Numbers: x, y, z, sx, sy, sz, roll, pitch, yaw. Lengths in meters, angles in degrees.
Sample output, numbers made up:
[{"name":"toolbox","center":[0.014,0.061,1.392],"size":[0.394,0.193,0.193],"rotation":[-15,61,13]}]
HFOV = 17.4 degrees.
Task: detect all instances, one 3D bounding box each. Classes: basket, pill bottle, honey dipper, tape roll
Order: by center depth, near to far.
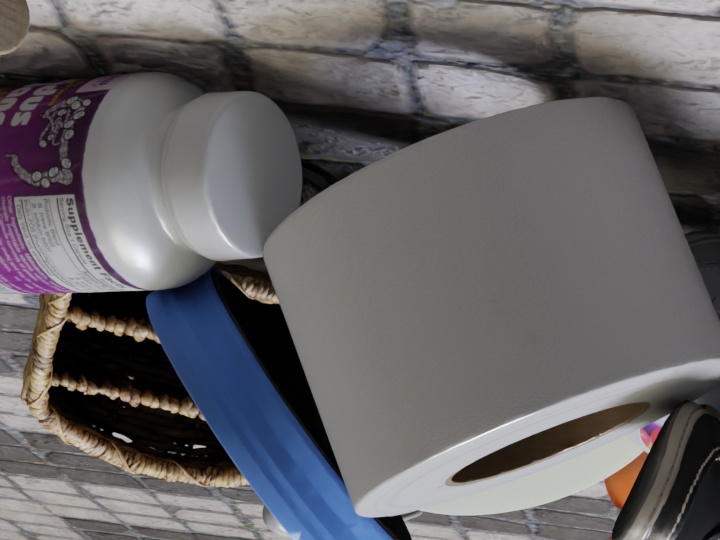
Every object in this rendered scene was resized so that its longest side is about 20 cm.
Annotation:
[{"name":"tape roll","center":[0.067,0.021,1.154],"size":[0.201,0.140,0.203],"rotation":[-20,167,-5]},{"name":"honey dipper","center":[-0.236,-0.114,1.172],"size":[0.038,0.038,0.199],"rotation":[22,162,-40]},{"name":"pill bottle","center":[-0.133,-0.045,1.219],"size":[0.199,0.113,0.112],"rotation":[-2,161,34]},{"name":"basket","center":[-0.107,0.064,1.468],"size":[0.198,0.144,0.149],"rotation":[14,-178,-13]}]

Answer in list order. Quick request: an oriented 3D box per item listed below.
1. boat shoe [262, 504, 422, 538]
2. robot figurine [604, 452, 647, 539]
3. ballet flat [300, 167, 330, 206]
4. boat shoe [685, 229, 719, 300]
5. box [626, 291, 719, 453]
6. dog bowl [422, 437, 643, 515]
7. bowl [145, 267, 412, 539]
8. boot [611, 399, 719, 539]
[{"name":"boat shoe","center":[0.016,0.128,1.471],"size":[0.199,0.072,0.066],"rotation":[-15,152,-53]},{"name":"robot figurine","center":[0.236,0.157,1.543],"size":[0.143,0.201,0.117],"rotation":[-35,-177,22]},{"name":"ballet flat","center":[0.000,0.000,1.379],"size":[0.067,0.047,0.200],"rotation":[0,154,40]},{"name":"boat shoe","center":[0.245,0.026,1.317],"size":[0.199,0.073,0.068],"rotation":[16,-179,-26]},{"name":"box","center":[0.243,0.069,1.236],"size":[0.156,0.041,0.200],"rotation":[37,139,3]},{"name":"dog bowl","center":[0.082,0.057,1.376],"size":[0.198,0.079,0.201],"rotation":[-8,142,-6]},{"name":"bowl","center":[-0.039,0.083,1.245],"size":[0.039,0.201,0.201],"rotation":[-36,157,3]},{"name":"boot","center":[0.208,0.130,1.154],"size":[0.150,0.074,0.200],"rotation":[30,-173,14]}]
